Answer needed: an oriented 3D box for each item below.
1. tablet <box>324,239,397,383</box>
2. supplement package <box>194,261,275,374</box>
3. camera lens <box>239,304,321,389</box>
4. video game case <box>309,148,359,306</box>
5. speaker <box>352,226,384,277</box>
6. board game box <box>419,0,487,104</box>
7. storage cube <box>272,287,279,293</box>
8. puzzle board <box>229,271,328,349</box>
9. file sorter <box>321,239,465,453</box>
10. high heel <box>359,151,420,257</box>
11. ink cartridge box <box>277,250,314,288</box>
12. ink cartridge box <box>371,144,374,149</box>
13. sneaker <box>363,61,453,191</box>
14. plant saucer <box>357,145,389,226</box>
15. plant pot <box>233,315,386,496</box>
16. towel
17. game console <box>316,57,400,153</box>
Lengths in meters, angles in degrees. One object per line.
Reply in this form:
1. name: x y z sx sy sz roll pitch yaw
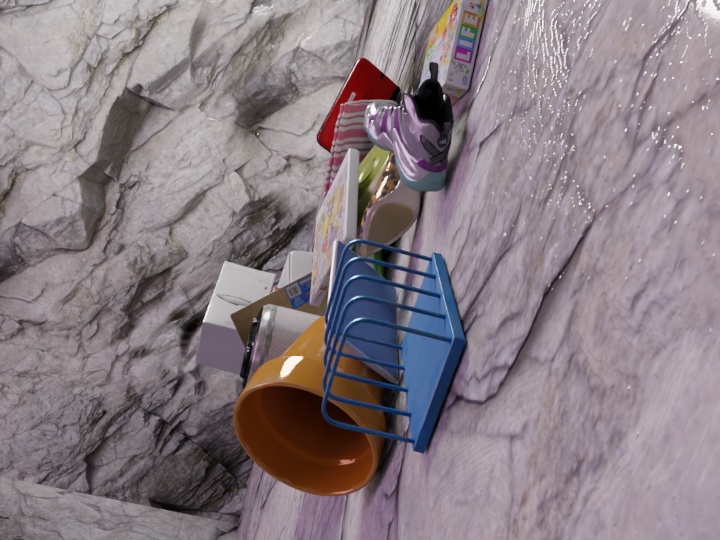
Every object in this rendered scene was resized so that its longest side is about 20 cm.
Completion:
1. tablet: 0.004 0.052 1.087 0.014 0.130 0.202 -38 26 26
2. supplement package: -0.253 0.096 1.625 0.202 0.115 0.119 -83 10 -53
3. camera lens: -0.105 0.156 1.396 0.160 0.196 0.163 -166 90 -82
4. video game case: -0.044 -0.072 1.337 0.183 0.022 0.203 121 158 -47
5. speaker: 0.000 0.000 1.327 0.201 0.087 0.090 -89 15 -58
6. board game box: 0.123 -0.296 1.114 0.200 0.034 0.137 165 117 -81
7. storage cube: -0.127 0.176 1.633 0.202 0.168 0.181 -84 11 -45
8. puzzle board: -0.130 0.107 1.501 0.153 0.198 0.017 65 157 -6
9. file sorter: 0.026 0.073 0.880 0.201 0.120 0.141 -94 19 -64
10. high heel: 0.047 -0.122 1.198 0.202 0.071 0.143 -58 19 15
11. ink cartridge box: -0.103 0.047 1.737 0.201 0.142 0.089 116 155 -56
12. ink cartridge box: 0.033 -0.173 1.520 0.177 0.044 0.203 -90 15 -63
13. sneaker: 0.072 -0.212 1.045 0.201 0.076 0.142 55 142 43
14. plant saucer: 0.023 -0.164 1.363 0.201 0.031 0.201 -50 17 21
15. plant pot: -0.046 0.163 1.071 0.184 0.197 0.202 -63 -5 -49
16. towel: 0.000 -0.238 1.581 0.030 0.145 0.203 33 122 36
17. game console: -0.011 -0.314 1.668 0.118 0.171 0.203 17 77 57
